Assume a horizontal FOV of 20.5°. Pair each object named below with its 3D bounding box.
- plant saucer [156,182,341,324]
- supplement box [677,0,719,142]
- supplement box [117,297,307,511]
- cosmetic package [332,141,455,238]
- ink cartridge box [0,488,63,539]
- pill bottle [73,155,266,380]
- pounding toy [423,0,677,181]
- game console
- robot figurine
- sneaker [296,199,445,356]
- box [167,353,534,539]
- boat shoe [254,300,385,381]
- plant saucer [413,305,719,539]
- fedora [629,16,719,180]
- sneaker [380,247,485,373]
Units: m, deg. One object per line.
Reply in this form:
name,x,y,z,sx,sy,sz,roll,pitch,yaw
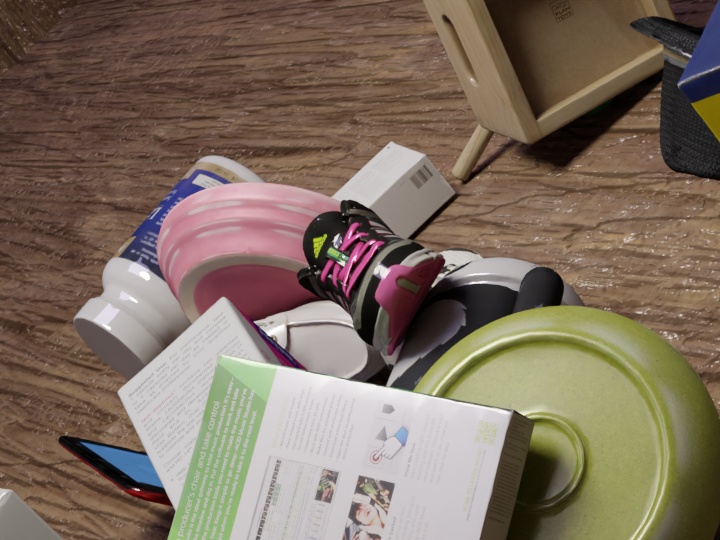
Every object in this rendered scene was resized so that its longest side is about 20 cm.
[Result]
plant saucer,-0.060,0.013,1.508,0.200,0.200,0.051,-22,44,40
supplement box,0.286,-0.079,1.093,0.109,0.200,0.109,-19,31,44
supplement box,-0.063,0.125,1.267,0.103,0.101,0.200,-43,39,4
cosmetic package,-0.017,-0.020,1.686,0.200,0.051,0.083,-43,24,-6
ink cartridge box,-0.282,0.235,1.520,0.083,0.145,0.200,-52,24,-21
pill bottle,-0.160,0.002,1.793,0.200,0.116,0.116,-51,24,-23
pounding toy,0.139,-0.189,1.609,0.184,0.200,0.142,-30,20,-11
game console,-0.103,0.119,1.475,0.172,0.119,0.200,-46,23,-12
robot figurine,0.076,0.080,1.243,0.150,0.125,0.200,-13,34,31
sneaker,0.000,0.000,1.278,0.074,0.087,0.200,-59,1,4
box,-0.012,0.133,1.117,0.200,0.036,0.145,10,79,30
boat shoe,-0.071,0.071,1.469,0.200,0.071,0.069,-14,6,34
plant saucer,0.102,0.110,1.109,0.200,0.031,0.200,-8,68,20
fedora,0.250,-0.099,1.299,0.201,0.200,0.092,-132,59,-68
sneaker,0.057,0.024,1.433,0.076,0.088,0.200,-35,21,20
